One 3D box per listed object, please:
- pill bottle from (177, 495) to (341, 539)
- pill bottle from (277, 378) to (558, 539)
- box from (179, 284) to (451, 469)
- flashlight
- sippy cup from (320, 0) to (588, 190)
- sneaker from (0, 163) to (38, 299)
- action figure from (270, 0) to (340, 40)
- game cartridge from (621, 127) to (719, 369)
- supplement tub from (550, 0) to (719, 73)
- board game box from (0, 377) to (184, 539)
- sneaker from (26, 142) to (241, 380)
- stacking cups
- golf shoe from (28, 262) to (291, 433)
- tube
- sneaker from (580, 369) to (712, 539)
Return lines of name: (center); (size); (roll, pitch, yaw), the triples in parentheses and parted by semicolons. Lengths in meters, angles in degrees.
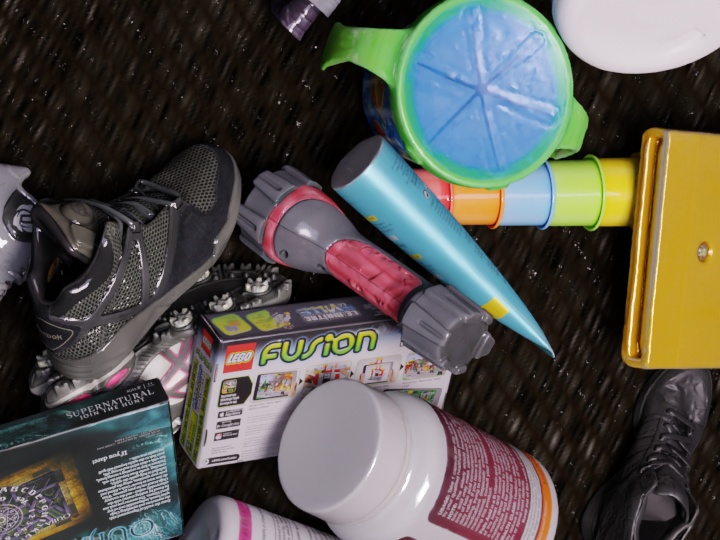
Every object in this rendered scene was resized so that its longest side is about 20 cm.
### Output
pill bottle: (-0.034, 0.245, 1.654); (0.199, 0.113, 0.114); (22, 88, -19)
pill bottle: (0.041, 0.153, 1.635); (0.199, 0.114, 0.115); (29, 86, -43)
box: (-0.026, 0.075, 1.640); (0.199, 0.035, 0.111); (-6, 124, -29)
flashlight: (0.000, 0.000, 1.601); (0.068, 0.200, 0.068); (-37, 143, -24)
sippy cup: (0.065, -0.127, 1.639); (0.139, 0.130, 0.178); (-38, 104, -14)
sneaker: (-0.251, 0.021, 1.582); (0.115, 0.075, 0.202); (1, 94, -21)
action figure: (0.004, -0.255, 1.608); (0.199, 0.070, 0.130); (-35, 122, 13)
game cartridge: (0.282, -0.014, 1.746); (0.199, 0.032, 0.178); (2, 95, -42)
supplement tub: (0.193, -0.257, 1.624); (0.144, 0.146, 0.201); (5, 55, -19)
board game box: (-0.223, 0.158, 1.593); (0.198, 0.028, 0.136); (-16, 132, -16)
sneaker: (-0.156, -0.031, 1.573); (0.200, 0.076, 0.115); (-49, 145, -25)
stacking cups: (0.116, -0.061, 1.707); (0.198, 0.060, 0.061); (1, 95, -15)
golf shoe: (-0.135, 0.062, 1.635); (0.199, 0.077, 0.089); (-27, 121, -10)
tube: (0.063, -0.013, 1.649); (0.050, 0.077, 0.200); (-45, 111, 5)
sneaker: (0.227, 0.162, 1.738); (0.060, 0.104, 0.201); (30, 86, -18)
